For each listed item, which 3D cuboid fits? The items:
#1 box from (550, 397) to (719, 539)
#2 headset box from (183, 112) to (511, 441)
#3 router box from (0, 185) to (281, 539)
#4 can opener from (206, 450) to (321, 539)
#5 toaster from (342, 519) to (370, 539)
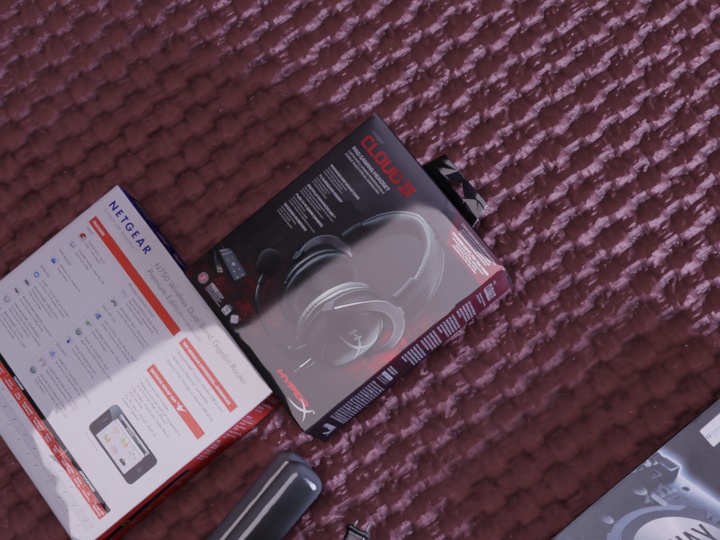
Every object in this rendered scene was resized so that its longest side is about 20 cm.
[{"bbox_3d":[0.252,0.182,0.894,0.200,0.044,0.161,-39,76,0],"label":"box"},{"bbox_3d":[0.000,0.000,0.954,0.200,0.077,0.149,-39,76,1],"label":"headset box"},{"bbox_3d":[-0.184,0.072,0.981,0.179,0.049,0.200,-38,76,0],"label":"router box"},{"bbox_3d":[-0.094,0.220,0.945,0.066,0.053,0.201,36,87,-21],"label":"can opener"},{"bbox_3d":[0.029,0.278,0.877,0.128,0.114,0.202,14,79,7],"label":"toaster"}]
